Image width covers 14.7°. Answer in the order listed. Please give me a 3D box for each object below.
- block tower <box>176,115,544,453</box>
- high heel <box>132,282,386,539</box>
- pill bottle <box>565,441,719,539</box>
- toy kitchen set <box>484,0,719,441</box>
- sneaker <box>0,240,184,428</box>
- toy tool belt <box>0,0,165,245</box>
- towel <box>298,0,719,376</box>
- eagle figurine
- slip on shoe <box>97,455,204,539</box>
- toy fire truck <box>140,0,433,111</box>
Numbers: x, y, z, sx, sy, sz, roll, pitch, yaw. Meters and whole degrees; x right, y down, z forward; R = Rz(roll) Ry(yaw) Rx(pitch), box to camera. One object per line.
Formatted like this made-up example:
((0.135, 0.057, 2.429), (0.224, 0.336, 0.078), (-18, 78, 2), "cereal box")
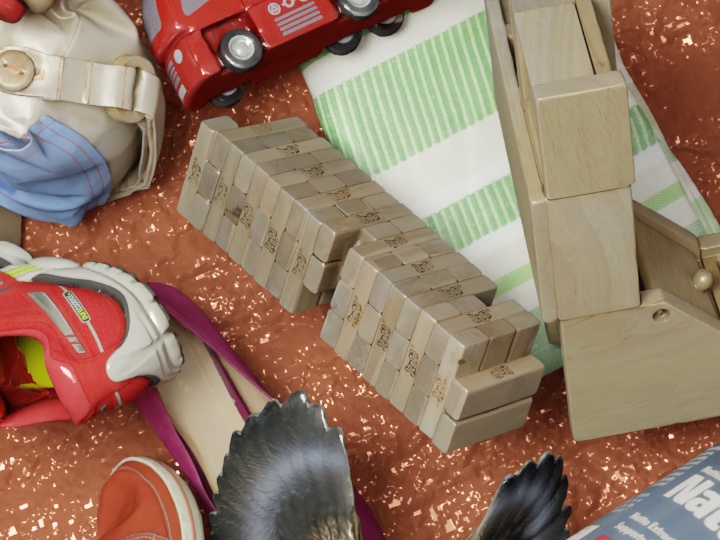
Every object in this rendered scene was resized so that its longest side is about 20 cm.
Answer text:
((0.000, 0.000, 1.293), (0.200, 0.058, 0.054), (40, 127, 32), "block tower")
((-0.052, 0.092, 1.303), (0.067, 0.096, 0.200), (-43, 83, -6), "high heel")
((0.175, 0.135, 1.235), (0.199, 0.120, 0.120), (-30, 81, -21), "pill bottle")
((0.156, -0.063, 1.276), (0.179, 0.201, 0.164), (-10, 41, 0), "toy kitchen set")
((-0.172, 0.033, 1.276), (0.085, 0.199, 0.077), (-36, 115, -38), "sneaker")
((-0.160, -0.076, 1.282), (0.124, 0.200, 0.123), (27, 80, 14), "toy tool belt")
((0.073, -0.052, 1.362), (0.152, 0.023, 0.201), (-27, 83, -2), "towel")
((0.009, 0.173, 1.265), (0.150, 0.152, 0.201), (-7, 64, 33), "eagle figurine")
((-0.107, 0.148, 1.257), (0.061, 0.200, 0.074), (14, 120, -15), "slip on shoe")
((-0.029, -0.174, 1.336), (0.199, 0.049, 0.142), (-26, 78, -21), "toy fire truck")
